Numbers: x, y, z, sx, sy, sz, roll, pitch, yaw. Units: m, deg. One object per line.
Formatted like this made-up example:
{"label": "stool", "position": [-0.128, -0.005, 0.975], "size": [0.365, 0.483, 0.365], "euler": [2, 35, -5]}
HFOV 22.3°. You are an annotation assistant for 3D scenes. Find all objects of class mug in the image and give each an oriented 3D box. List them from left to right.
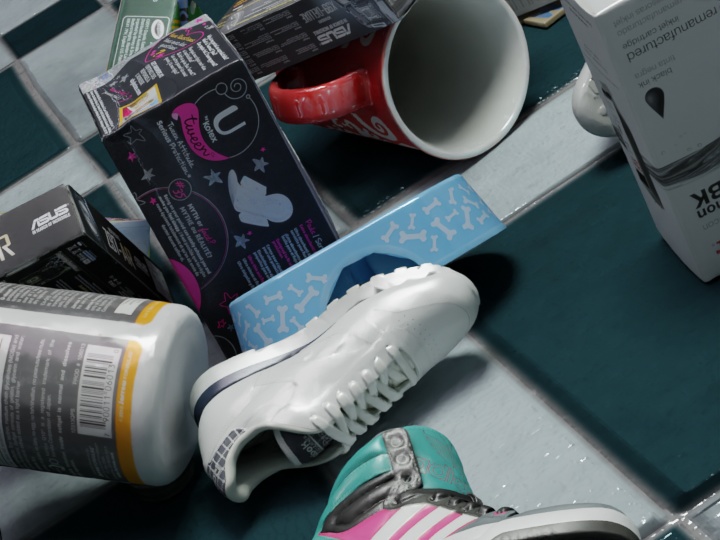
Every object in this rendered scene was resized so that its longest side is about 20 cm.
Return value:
{"label": "mug", "position": [0.006, -0.167, 1.433], "size": [0.200, 0.176, 0.135], "euler": [15, 93, 59]}

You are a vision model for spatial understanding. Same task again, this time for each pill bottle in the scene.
{"label": "pill bottle", "position": [-0.205, 0.069, 1.168], "size": [0.198, 0.117, 0.117], "euler": [6, 37, 13]}

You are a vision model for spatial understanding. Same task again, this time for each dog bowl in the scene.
{"label": "dog bowl", "position": [0.000, 0.000, 1.219], "size": [0.199, 0.050, 0.111], "euler": [-30, 0, 0]}

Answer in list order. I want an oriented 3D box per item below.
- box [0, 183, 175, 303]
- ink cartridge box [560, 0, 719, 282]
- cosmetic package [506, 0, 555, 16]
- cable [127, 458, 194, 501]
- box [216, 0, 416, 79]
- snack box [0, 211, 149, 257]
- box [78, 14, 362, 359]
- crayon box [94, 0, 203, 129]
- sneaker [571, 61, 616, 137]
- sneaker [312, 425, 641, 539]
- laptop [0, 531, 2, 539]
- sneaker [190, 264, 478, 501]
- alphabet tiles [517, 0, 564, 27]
{"label": "box", "position": [-0.237, 0.023, 1.319], "size": [0.159, 0.200, 0.044], "euler": [-27, 68, 5]}
{"label": "ink cartridge box", "position": [0.222, -0.116, 1.090], "size": [0.146, 0.201, 0.083], "euler": [-29, 30, 1]}
{"label": "cosmetic package", "position": [0.080, -0.258, 1.584], "size": [0.199, 0.085, 0.108], "euler": [-20, 33, 23]}
{"label": "cable", "position": [-0.172, 0.098, 1.262], "size": [0.096, 0.051, 0.200], "euler": [-23, 26, -2]}
{"label": "box", "position": [-0.013, -0.229, 1.400], "size": [0.199, 0.050, 0.158], "euler": [-16, 32, 47]}
{"label": "snack box", "position": [-0.291, -0.012, 1.460], "size": [0.168, 0.068, 0.199], "euler": [-3, 4, -40]}
{"label": "box", "position": [-0.099, -0.060, 1.300], "size": [0.114, 0.201, 0.132], "euler": [-29, 27, -3]}
{"label": "crayon box", "position": [-0.144, -0.127, 1.456], "size": [0.051, 0.200, 0.127], "euler": [3, 69, 14]}
{"label": "sneaker", "position": [0.202, -0.154, 1.331], "size": [0.080, 0.077, 0.200], "euler": [-16, 23, 47]}
{"label": "sneaker", "position": [0.054, 0.132, 0.961], "size": [0.199, 0.084, 0.121], "euler": [-19, 38, 23]}
{"label": "laptop", "position": [-0.300, 0.228, 1.108], "size": [0.200, 0.104, 0.177], "euler": [-38, 28, -17]}
{"label": "sneaker", "position": [-0.009, 0.072, 1.130], "size": [0.199, 0.077, 0.081], "euler": [-32, 37, 6]}
{"label": "alphabet tiles", "position": [0.188, -0.281, 1.617], "size": [0.200, 0.008, 0.167], "euler": [-39, 28, -17]}
